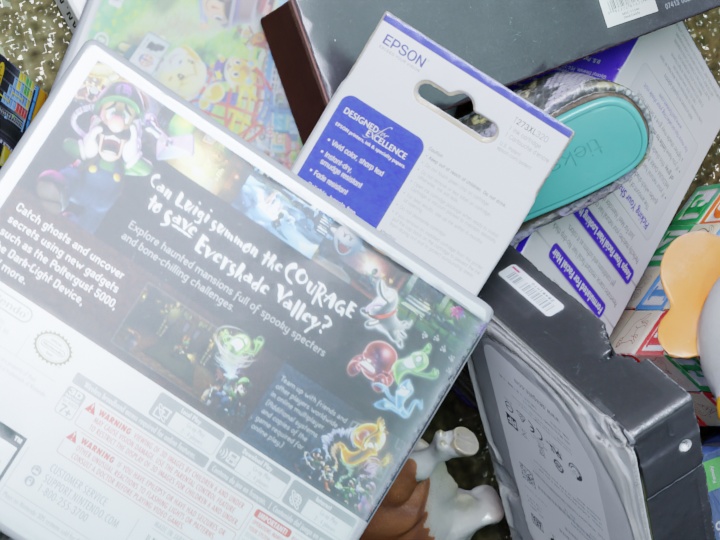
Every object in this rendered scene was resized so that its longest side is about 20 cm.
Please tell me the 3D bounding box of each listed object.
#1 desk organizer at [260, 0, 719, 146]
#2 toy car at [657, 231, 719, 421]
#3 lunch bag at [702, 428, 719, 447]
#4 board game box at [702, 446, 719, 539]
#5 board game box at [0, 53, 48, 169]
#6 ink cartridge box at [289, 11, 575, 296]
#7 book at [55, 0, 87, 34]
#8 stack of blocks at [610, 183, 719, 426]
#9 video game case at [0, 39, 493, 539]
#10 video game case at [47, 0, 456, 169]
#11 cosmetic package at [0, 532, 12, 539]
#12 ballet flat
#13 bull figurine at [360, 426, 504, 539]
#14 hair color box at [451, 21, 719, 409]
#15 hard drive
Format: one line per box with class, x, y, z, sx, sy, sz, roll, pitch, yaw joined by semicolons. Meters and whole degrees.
desk organizer;0.060;-0.120;0.937;0.198;0.077;0.072;-21;95;-15
toy car;0.206;0.059;0.917;0.199;0.185;0.177;35;69;26
lunch bag;0.228;0.173;1.047;0.131;0.136;0.202;-25;100;-19
board game box;0.150;0.185;1.016;0.034;0.135;0.202;-15;95;-27
board game box;-0.203;-0.006;0.863;0.056;0.165;0.202;15;84;8
ink cartridge box;0.000;0.000;0.869;0.094;0.037;0.201;32;104;1
book;-0.064;-0.115;0.985;0.133;0.048;0.201;-29;99;-17
stack of blocks;0.213;-0.017;1.053;0.059;0.115;0.201;41;75;-16
video game case;-0.074;0.038;0.817;0.199;0.023;0.183;33;80;-6
video game case;-0.035;-0.115;0.962;0.181;0.022;0.202;23;83;-14
cosmetic package;-0.164;0.202;0.878;0.198;0.165;0.167;-5;90;-21
ballet flat;0.036;-0.031;0.930;0.199;0.072;0.073;-26;99;-1
bull figurine;-0.011;0.083;0.972;0.198;0.122;0.066;20;45;-13
hair color box;0.099;-0.032;1.011;0.201;0.064;0.109;-61;143;-14
hard drive;0.104;0.099;0.916;0.038;0.140;0.201;-30;132;-15
